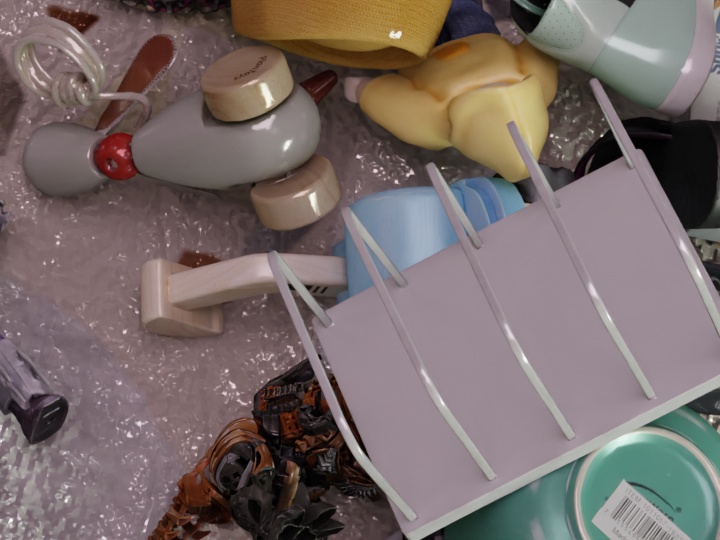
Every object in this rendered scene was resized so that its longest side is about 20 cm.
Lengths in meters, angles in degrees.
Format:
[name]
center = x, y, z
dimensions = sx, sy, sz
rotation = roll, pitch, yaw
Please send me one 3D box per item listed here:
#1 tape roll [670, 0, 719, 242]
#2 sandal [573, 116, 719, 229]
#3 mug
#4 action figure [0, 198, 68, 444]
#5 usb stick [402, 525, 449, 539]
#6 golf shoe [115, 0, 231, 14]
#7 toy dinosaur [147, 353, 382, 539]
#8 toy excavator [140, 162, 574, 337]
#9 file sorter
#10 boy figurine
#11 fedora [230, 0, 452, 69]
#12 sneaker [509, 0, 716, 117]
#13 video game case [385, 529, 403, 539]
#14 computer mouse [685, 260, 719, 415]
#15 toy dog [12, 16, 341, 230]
[tape roll]
center = 0.230, -0.112, 1.497
dimensions = 0.066, 0.200, 0.201
rotation = 10, 73, -5
[sandal]
center = 0.152, -0.052, 1.475
dimensions = 0.048, 0.200, 0.075
rotation = 2, 84, -16
[mug]
center = 0.149, 0.137, 1.428
dimensions = 0.185, 0.114, 0.152
rotation = -3, 74, -18
[action figure]
center = -0.242, 0.017, 1.500
dimensions = 0.130, 0.069, 0.200
rotation = -33, 75, -7
[usb stick]
center = 0.051, 0.177, 1.467
dimensions = 0.055, 0.033, 0.200
rotation = 2, 73, -10
[golf shoe]
center = -0.075, -0.206, 1.583
dimensions = 0.200, 0.073, 0.092
rotation = -6, 50, -7
[toy dinosaur]
center = -0.041, 0.121, 1.474
dimensions = 0.200, 0.102, 0.136
rotation = -49, 44, 24
[toy excavator]
center = 0.000, 0.000, 1.494
dimensions = 0.200, 0.194, 0.100
rotation = 8, 72, -31
[file sorter]
center = 0.070, 0.016, 1.348
dimensions = 0.200, 0.125, 0.139
rotation = -28, 60, 6
[boy figurine]
center = 0.054, -0.109, 1.500
dimensions = 0.124, 0.200, 0.065
rotation = -12, 118, -6
[fedora]
center = -0.012, -0.157, 1.450
dimensions = 0.200, 0.201, 0.082
rotation = 12, 89, 0
[sneaker]
center = 0.139, -0.173, 1.524
dimensions = 0.118, 0.074, 0.200
rotation = 25, 29, -12
[video game case]
center = 0.113, 0.191, 1.494
dimensions = 0.200, 0.023, 0.182
rotation = -35, 79, -12
[computer mouse]
center = 0.196, 0.046, 1.498
dimensions = 0.200, 0.053, 0.139
rotation = 14, 58, -34
[toy dog]
center = -0.091, -0.086, 1.505
dimensions = 0.200, 0.132, 0.096
rotation = 17, 38, 22
